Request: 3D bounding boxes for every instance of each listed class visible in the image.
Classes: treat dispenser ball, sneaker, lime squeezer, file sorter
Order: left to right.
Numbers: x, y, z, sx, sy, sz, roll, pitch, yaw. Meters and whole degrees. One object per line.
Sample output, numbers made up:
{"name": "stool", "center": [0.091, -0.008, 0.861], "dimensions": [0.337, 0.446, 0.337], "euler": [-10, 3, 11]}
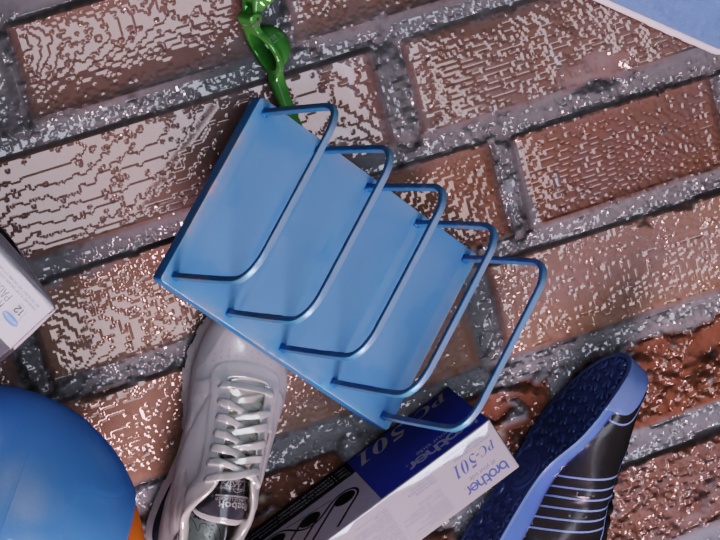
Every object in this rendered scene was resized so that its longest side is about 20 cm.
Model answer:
{"name": "treat dispenser ball", "center": [-0.233, 0.172, 1.343], "dimensions": [0.200, 0.201, 0.202], "euler": [-3, 101, -15]}
{"name": "sneaker", "center": [-0.085, 0.114, 1.440], "dimensions": [0.076, 0.080, 0.201], "euler": [11, 95, -16]}
{"name": "lime squeezer", "center": [-0.050, -0.164, 1.426], "dimensions": [0.070, 0.038, 0.201], "euler": [-6, 104, -48]}
{"name": "file sorter", "center": [0.000, 0.000, 1.393], "dimensions": [0.200, 0.123, 0.139], "euler": [35, 76, -27]}
{"name": "sneaker", "center": [0.149, 0.154, 1.525], "dimensions": [0.078, 0.070, 0.200], "euler": [34, 96, -23]}

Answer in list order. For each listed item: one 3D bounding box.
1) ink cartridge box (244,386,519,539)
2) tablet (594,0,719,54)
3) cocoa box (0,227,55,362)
{"name": "ink cartridge box", "center": [0.004, 0.164, 1.467], "dimensions": [0.200, 0.094, 0.044], "euler": [-36, 108, -6]}
{"name": "tablet", "center": [0.192, -0.242, 1.485], "dimensions": [0.199, 0.014, 0.131], "euler": [21, 94, -18]}
{"name": "cocoa box", "center": [-0.283, 0.003, 1.297], "dimensions": [0.131, 0.200, 0.133], "euler": [-42, 108, -4]}
